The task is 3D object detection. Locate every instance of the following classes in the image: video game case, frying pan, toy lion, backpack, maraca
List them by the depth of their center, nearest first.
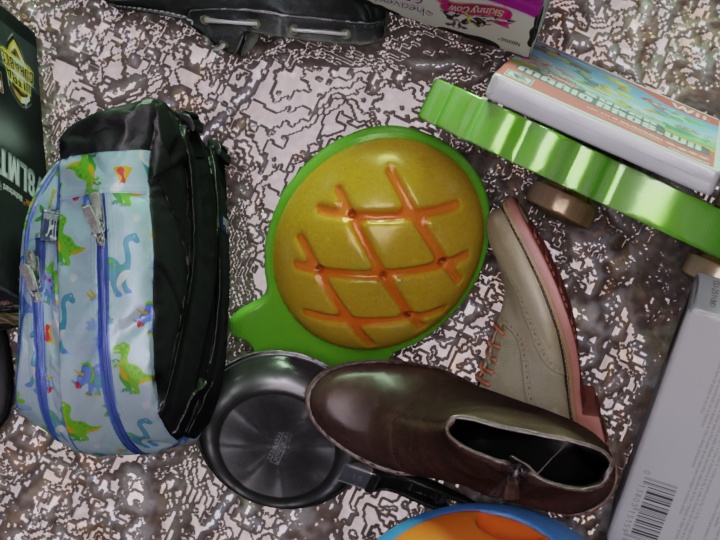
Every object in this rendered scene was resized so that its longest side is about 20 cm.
[{"bbox_3d":[0.137,-0.059,1.383,0.200,0.192,0.069,28,94,33],"label":"toy lion"},{"bbox_3d":[0.155,-0.097,1.399,0.143,0.200,0.017,24,104,5],"label":"video game case"},{"bbox_3d":[-0.143,0.016,1.414,0.154,0.163,0.200,-16,77,6],"label":"backpack"},{"bbox_3d":[0.000,0.000,1.448,0.137,0.107,0.200,28,109,-10],"label":"maraca"},{"bbox_3d":[-0.025,0.131,1.467,0.115,0.031,0.190,-40,103,21],"label":"frying pan"}]

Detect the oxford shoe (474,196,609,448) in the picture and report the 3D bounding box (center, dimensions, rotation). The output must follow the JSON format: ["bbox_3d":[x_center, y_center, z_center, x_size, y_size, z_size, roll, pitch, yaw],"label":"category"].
[{"bbox_3d":[0.103,0.054,1.437,0.074,0.071,0.200,-15,100,7],"label":"oxford shoe"}]

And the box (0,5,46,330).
[{"bbox_3d":[-0.244,-0.078,1.405,0.050,0.200,0.199,-11,76,10],"label":"box"}]

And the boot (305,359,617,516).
[{"bbox_3d":[0.056,0.091,1.347,0.200,0.166,0.072,17,83,8],"label":"boot"}]

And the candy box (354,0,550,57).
[{"bbox_3d":[0.073,-0.240,1.436,0.136,0.061,0.200,19,55,5],"label":"candy box"}]

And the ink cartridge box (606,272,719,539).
[{"bbox_3d":[0.259,0.111,1.396,0.173,0.044,0.200,17,128,3],"label":"ink cartridge box"}]

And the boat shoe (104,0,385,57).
[{"bbox_3d":[-0.079,-0.172,1.480,0.200,0.072,0.071,3,112,16],"label":"boat shoe"}]

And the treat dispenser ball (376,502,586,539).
[{"bbox_3d":[0.073,0.241,1.376,0.201,0.201,0.201,0,86,3],"label":"treat dispenser ball"}]

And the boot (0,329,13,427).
[{"bbox_3d":[-0.277,0.008,1.446,0.070,0.132,0.200,-15,85,1],"label":"boot"}]
